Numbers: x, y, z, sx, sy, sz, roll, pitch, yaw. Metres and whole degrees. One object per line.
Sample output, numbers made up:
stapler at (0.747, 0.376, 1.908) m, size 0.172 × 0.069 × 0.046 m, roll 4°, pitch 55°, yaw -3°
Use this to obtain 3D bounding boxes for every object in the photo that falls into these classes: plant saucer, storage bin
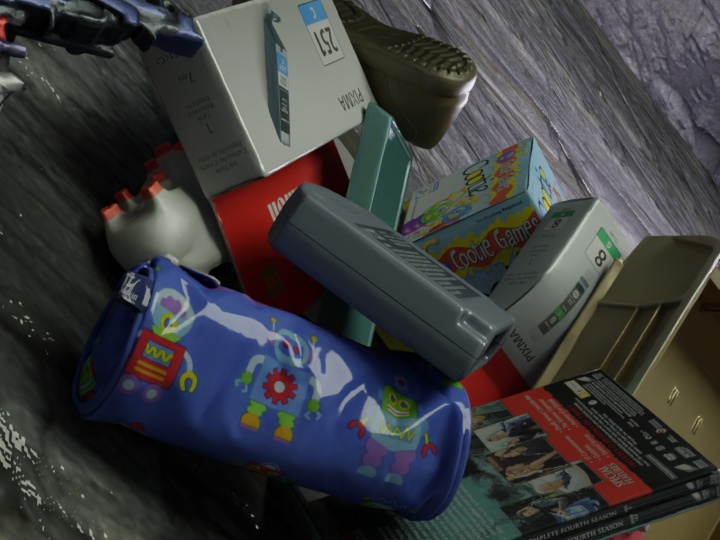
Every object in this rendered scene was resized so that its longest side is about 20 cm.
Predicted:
plant saucer at (0.000, 0.000, 1.013) m, size 0.070 × 0.019 × 0.202 m, roll 57°, pitch 42°, yaw -62°
storage bin at (0.211, 0.112, 1.037) m, size 0.200 × 0.199 × 0.093 m, roll 47°, pitch -24°, yaw -25°

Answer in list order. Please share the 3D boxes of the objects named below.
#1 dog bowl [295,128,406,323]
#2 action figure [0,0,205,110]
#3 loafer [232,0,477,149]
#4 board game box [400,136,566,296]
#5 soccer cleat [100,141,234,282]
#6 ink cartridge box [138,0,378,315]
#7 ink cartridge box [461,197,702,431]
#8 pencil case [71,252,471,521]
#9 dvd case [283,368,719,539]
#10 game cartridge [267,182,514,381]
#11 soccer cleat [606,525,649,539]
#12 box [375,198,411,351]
dog bowl at (-0.034, -0.048, 1.129) m, size 0.200 × 0.058 × 0.201 m, roll 49°, pitch 20°, yaw -24°
action figure at (-0.185, -0.133, 0.812) m, size 0.199 × 0.105 × 0.194 m, roll 17°, pitch 42°, yaw -26°
loafer at (-0.013, -0.137, 1.096) m, size 0.199 × 0.068 × 0.076 m, roll 30°, pitch 28°, yaw 36°
board game box at (0.120, 0.027, 1.175) m, size 0.201 × 0.102 × 0.105 m, roll 60°, pitch 19°, yaw -19°
soccer cleat at (-0.093, -0.035, 0.954) m, size 0.078 × 0.069 × 0.200 m, roll 61°, pitch 22°, yaw -14°
ink cartridge box at (-0.038, -0.072, 0.968) m, size 0.177 × 0.044 × 0.200 m, roll 67°, pitch 24°, yaw -7°
ink cartridge box at (0.135, 0.078, 1.061) m, size 0.161 × 0.050 × 0.200 m, roll 53°, pitch 54°, yaw -24°
pencil case at (-0.040, 0.057, 0.798) m, size 0.199 × 0.078 × 0.088 m, roll 21°, pitch 75°, yaw -22°
dvd case at (0.070, 0.113, 0.872) m, size 0.146 × 0.198 × 0.022 m, roll -135°, pitch -148°, yaw -65°
game cartridge at (0.017, 0.004, 0.879) m, size 0.133 × 0.042 × 0.200 m, roll 32°, pitch 4°, yaw 8°
soccer cleat at (0.074, 0.167, 0.847) m, size 0.199 × 0.076 × 0.067 m, roll -30°, pitch 126°, yaw -39°
box at (0.057, 0.034, 1.254) m, size 0.118 × 0.048 × 0.200 m, roll 53°, pitch 17°, yaw -18°
